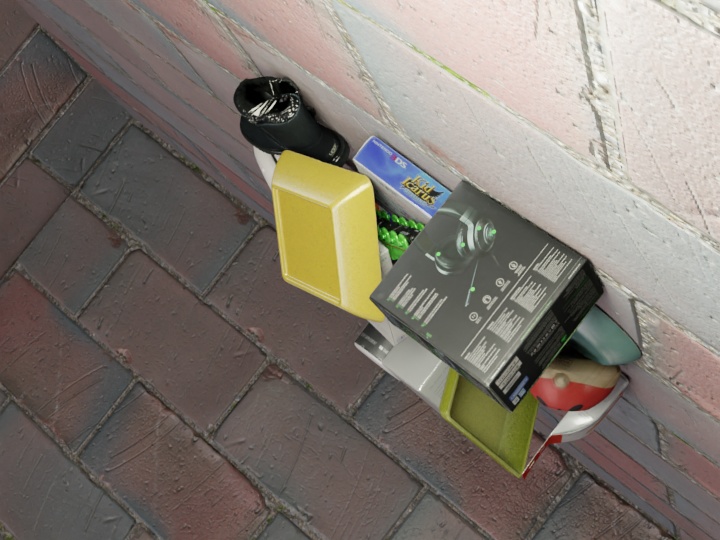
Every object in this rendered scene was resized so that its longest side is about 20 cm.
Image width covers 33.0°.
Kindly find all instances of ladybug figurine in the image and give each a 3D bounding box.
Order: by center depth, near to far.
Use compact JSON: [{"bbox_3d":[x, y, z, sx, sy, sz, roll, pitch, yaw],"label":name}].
[{"bbox_3d":[0.279,0.144,1.636,0.135,0.073,0.200,11,-174,19],"label":"ladybug figurine"}]

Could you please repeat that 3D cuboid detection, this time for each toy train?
[{"bbox_3d":[0.046,-0.041,1.592,0.057,0.042,0.200,65,166,-18],"label":"toy train"}]

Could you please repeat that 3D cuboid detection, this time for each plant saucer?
[{"bbox_3d":[0.265,0.062,1.543,0.200,0.036,0.200,39,176,3],"label":"plant saucer"},{"bbox_3d":[-0.053,-0.041,1.599,0.199,0.048,0.202,22,126,48],"label":"plant saucer"},{"bbox_3d":[0.190,0.179,1.818,0.048,0.201,0.200,-11,140,41],"label":"plant saucer"}]

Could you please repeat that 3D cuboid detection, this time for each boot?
[{"bbox_3d":[-0.123,-0.215,1.656,0.199,0.077,0.168,27,173,35],"label":"boot"}]

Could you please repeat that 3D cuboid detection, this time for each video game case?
[{"bbox_3d":[0.090,-0.074,1.548,0.199,0.046,0.181,38,174,14],"label":"video game case"}]

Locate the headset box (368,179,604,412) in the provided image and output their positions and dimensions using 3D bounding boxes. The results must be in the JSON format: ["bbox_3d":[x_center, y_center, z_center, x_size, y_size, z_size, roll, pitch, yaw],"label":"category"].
[{"bbox_3d":[0.133,0.023,1.346,0.199,0.175,0.093,35,174,33],"label":"headset box"}]

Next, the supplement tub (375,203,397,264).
[{"bbox_3d":[0.060,-0.021,1.815,0.122,0.123,0.200,35,173,39],"label":"supplement tub"}]

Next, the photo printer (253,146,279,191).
[{"bbox_3d":[-0.099,-0.140,2.007,0.200,0.069,0.167,46,-167,-53],"label":"photo printer"}]

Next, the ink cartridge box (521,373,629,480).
[{"bbox_3d":[0.314,0.236,1.784,0.050,0.201,0.162,35,175,14],"label":"ink cartridge box"}]

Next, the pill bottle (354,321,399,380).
[{"bbox_3d":[0.087,0.072,1.997,0.106,0.201,0.106,36,175,4],"label":"pill bottle"}]

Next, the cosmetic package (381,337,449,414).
[{"bbox_3d":[0.177,0.139,1.937,0.200,0.200,0.123,43,174,-36],"label":"cosmetic package"}]

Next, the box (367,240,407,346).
[{"bbox_3d":[0.000,0.000,1.685,0.144,0.036,0.201,43,161,35],"label":"box"}]

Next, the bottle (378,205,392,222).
[{"bbox_3d":[0.090,-0.012,1.688,0.201,0.065,0.084,62,-175,-5],"label":"bottle"}]
